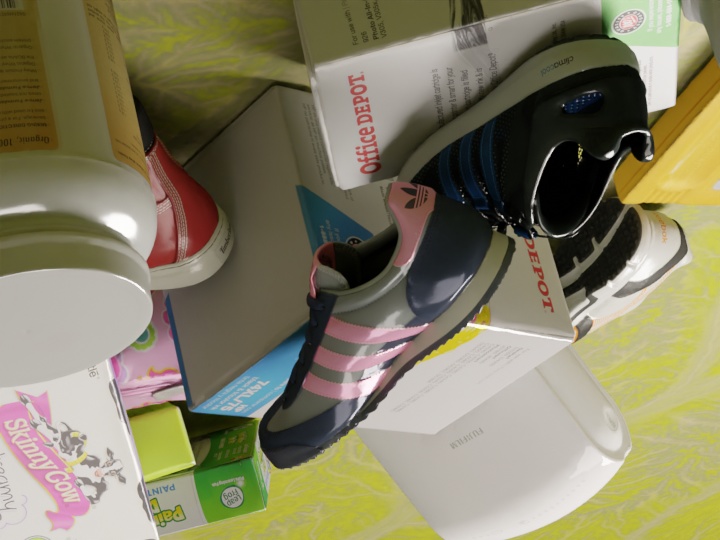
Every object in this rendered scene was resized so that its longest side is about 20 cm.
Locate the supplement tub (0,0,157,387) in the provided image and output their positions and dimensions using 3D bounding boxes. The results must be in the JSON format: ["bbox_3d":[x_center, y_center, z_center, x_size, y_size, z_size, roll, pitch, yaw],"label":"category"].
[{"bbox_3d":[-0.179,-0.059,1.116,0.144,0.201,0.145,-11,154,-6],"label":"supplement tub"}]

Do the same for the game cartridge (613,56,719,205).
[{"bbox_3d":[0.289,-0.096,1.485,0.199,0.033,0.176,-3,152,-25],"label":"game cartridge"}]

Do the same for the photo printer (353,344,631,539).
[{"bbox_3d":[0.078,0.092,1.574,0.166,0.200,0.069,-31,-169,34],"label":"photo printer"}]

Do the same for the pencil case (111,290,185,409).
[{"bbox_3d":[-0.181,0.058,1.487,0.199,0.088,0.088,-9,154,-9],"label":"pencil case"}]

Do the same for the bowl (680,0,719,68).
[{"bbox_3d":[0.219,-0.168,1.166,0.090,0.202,0.201,13,161,18],"label":"bowl"}]

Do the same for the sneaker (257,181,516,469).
[{"bbox_3d":[-0.007,0.026,1.235,0.082,0.070,0.200,36,119,-16],"label":"sneaker"}]

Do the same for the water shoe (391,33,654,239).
[{"bbox_3d":[0.081,-0.047,1.220,0.071,0.079,0.200,1,151,-31],"label":"water shoe"}]

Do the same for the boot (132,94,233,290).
[{"bbox_3d":[-0.191,-0.042,1.313,0.199,0.073,0.144,-14,135,23],"label":"boot"}]

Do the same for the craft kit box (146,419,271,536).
[{"bbox_3d":[-0.164,0.163,1.658,0.197,0.049,0.200,-17,-176,0],"label":"craft kit box"}]

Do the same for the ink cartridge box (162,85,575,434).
[{"bbox_3d":[0.000,0.000,1.393,0.199,0.147,0.146,9,145,-39],"label":"ink cartridge box"}]

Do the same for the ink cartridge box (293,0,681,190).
[{"bbox_3d":[0.066,-0.131,1.232,0.199,0.084,0.146,-14,155,-1],"label":"ink cartridge box"}]

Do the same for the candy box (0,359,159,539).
[{"bbox_3d":[-0.241,0.115,1.407,0.199,0.072,0.168,-18,122,-9],"label":"candy box"}]

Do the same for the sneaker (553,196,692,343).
[{"bbox_3d":[0.152,0.022,1.605,0.080,0.074,0.200,7,148,-41],"label":"sneaker"}]

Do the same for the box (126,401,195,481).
[{"bbox_3d":[-0.218,0.137,1.543,0.199,0.048,0.122,-16,-177,-11],"label":"box"}]
